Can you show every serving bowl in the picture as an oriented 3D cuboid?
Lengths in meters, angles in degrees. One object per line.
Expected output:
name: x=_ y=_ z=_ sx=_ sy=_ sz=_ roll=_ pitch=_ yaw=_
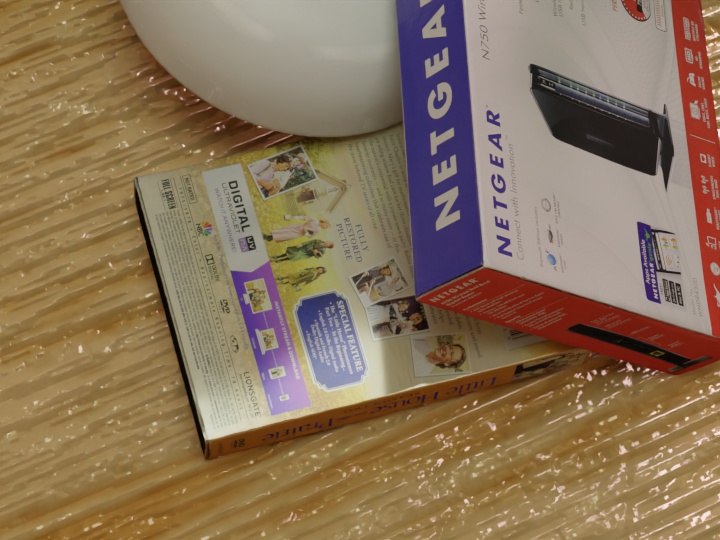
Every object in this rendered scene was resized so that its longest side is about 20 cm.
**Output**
serving bowl: x=-0.024 y=-0.170 z=1.138 sx=0.199 sy=0.066 sz=0.201 roll=7 pitch=64 yaw=-14

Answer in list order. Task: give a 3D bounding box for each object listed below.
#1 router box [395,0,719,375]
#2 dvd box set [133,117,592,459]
router box: x=0.101 y=-0.064 z=1.103 sx=0.179 sy=0.049 sz=0.201 roll=16 pitch=61 yaw=-38
dvd box set: x=0.000 y=0.000 z=1.124 sx=0.199 sy=0.029 sz=0.147 roll=-14 pitch=68 yaw=-11
